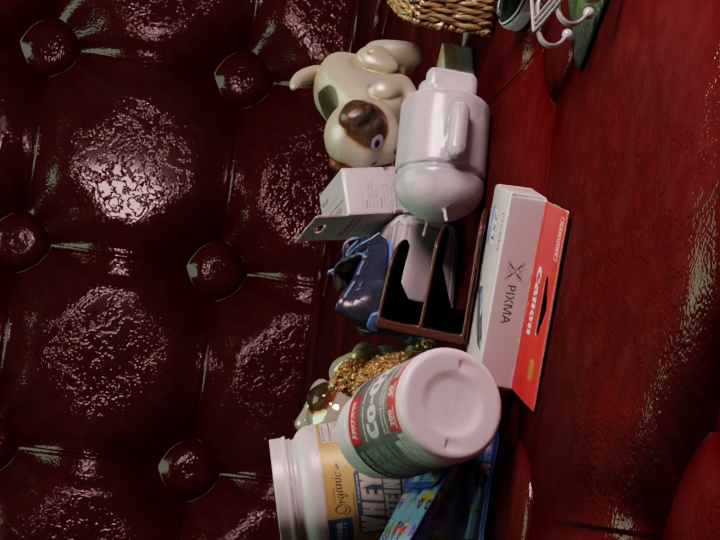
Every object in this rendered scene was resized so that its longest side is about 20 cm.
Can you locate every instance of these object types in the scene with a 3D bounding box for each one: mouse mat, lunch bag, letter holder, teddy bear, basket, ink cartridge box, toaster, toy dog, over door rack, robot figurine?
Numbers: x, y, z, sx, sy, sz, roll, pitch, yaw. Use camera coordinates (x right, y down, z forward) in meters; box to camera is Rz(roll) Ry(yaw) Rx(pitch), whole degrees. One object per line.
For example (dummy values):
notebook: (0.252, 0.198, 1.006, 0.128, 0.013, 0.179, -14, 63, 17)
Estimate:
mouse mat: (0.227, -0.316, 1.419, 0.201, 0.007, 0.162, -88, 10, -45)
lunch bag: (0.098, 0.237, 1.569, 0.151, 0.093, 0.201, 134, 157, -75)
letter holder: (0.087, -0.007, 1.632, 0.200, 0.100, 0.143, -40, -39, -81)
teddy bear: (0.043, 0.122, 1.733, 0.067, 0.144, 0.200, 66, 165, -17)
basket: (0.110, -0.415, 1.897, 0.200, 0.141, 0.150, -95, 15, -60)
ink cartridge box: (0.115, -0.184, 1.963, 0.201, 0.050, 0.163, -85, 7, -46)
ink cartridge box: (0.154, 0.022, 1.460, 0.176, 0.044, 0.202, -118, 37, -80)
toaster: (0.064, 0.012, 1.894, 0.200, 0.113, 0.130, 124, 155, -70)
toy dog: (-0.001, 0.190, 1.963, 0.193, 0.140, 0.200, -32, 1, 33)
toy dog: (0.004, -0.219, 1.968, 0.201, 0.192, 0.140, -91, 23, -51)
over door rack: (0.190, -0.330, 1.372, 0.148, 0.066, 0.202, 134, 123, -77)
robot figurine: (0.100, -0.146, 1.782, 0.170, 0.112, 0.202, 118, 159, -72)
ink cartridge box: (0.019, -0.089, 1.916, 0.116, 0.198, 0.067, 137, 128, -67)

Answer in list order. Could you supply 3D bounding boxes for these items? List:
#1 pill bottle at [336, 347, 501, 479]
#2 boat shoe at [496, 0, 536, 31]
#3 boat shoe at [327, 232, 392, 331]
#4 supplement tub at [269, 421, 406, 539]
pill bottle: (0.053, 0.154, 1.491, 0.200, 0.113, 0.115, 146, 133, -63)
boat shoe: (0.173, -0.338, 1.612, 0.200, 0.067, 0.074, 117, 161, -68)
boat shoe: (0.000, 0.000, 1.778, 0.200, 0.068, 0.085, -94, 22, -69)
supplement tub: (-0.003, 0.248, 1.713, 0.145, 0.198, 0.146, 172, 90, -86)
